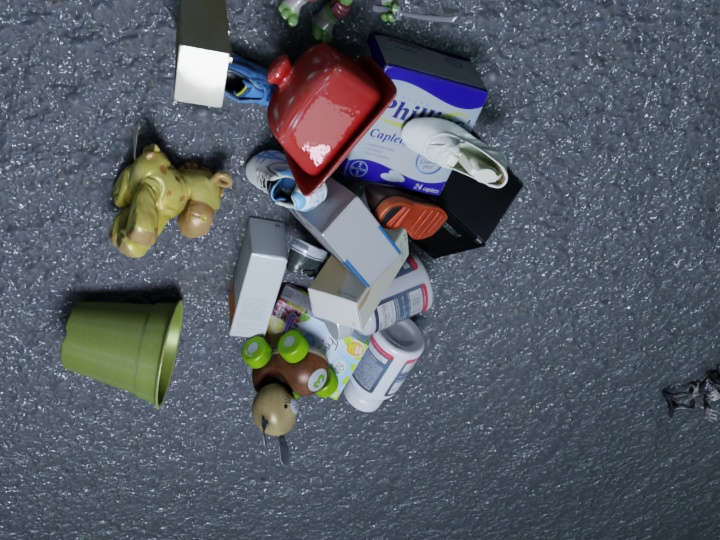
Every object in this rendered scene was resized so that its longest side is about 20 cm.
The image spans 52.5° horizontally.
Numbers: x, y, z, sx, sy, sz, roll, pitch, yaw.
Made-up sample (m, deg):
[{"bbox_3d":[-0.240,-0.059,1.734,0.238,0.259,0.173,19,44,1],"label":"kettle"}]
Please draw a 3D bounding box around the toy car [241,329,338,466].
[{"bbox_3d":[-0.139,0.244,1.341,0.154,0.204,0.165,-11,140,21],"label":"toy car"}]

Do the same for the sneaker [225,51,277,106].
[{"bbox_3d":[-0.148,-0.272,1.102,0.195,0.079,0.067,14,126,-26],"label":"sneaker"}]

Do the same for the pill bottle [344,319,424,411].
[{"bbox_3d":[0.041,0.197,1.530,0.117,0.121,0.202,12,128,-23],"label":"pill bottle"}]

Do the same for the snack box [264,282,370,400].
[{"bbox_3d":[-0.096,0.143,1.452,0.196,0.068,0.171,25,125,-5],"label":"snack box"}]

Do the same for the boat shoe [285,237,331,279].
[{"bbox_3d":[-0.082,-0.013,1.305,0.058,0.067,0.199,-66,159,0],"label":"boat shoe"}]

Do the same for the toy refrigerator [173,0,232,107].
[{"bbox_3d":[-0.209,-0.306,0.970,0.068,0.203,0.077,5,131,-17],"label":"toy refrigerator"}]

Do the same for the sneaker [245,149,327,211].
[{"bbox_3d":[-0.132,-0.142,1.152,0.071,0.198,0.074,-23,120,-33],"label":"sneaker"}]

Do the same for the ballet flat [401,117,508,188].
[{"bbox_3d":[0.154,-0.178,1.123,0.196,0.070,0.070,17,126,-28],"label":"ballet flat"}]

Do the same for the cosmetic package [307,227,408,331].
[{"bbox_3d":[0.000,0.000,1.285,0.103,0.202,0.072,14,139,23],"label":"cosmetic package"}]

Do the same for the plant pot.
[{"bbox_3d":[-0.441,0.136,1.346,0.184,0.203,0.203,12,130,-6],"label":"plant pot"}]

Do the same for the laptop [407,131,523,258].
[{"bbox_3d":[0.164,-0.134,1.347,0.197,0.119,0.186,-15,141,43],"label":"laptop"}]

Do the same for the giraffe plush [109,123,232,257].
[{"bbox_3d":[-0.300,-0.115,1.179,0.159,0.171,0.206,10,95,-34],"label":"giraffe plush"}]

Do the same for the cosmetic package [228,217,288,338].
[{"bbox_3d":[-0.190,0.017,1.336,0.069,0.103,0.203,8,129,-18],"label":"cosmetic package"}]

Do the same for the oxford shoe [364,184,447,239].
[{"bbox_3d":[0.081,-0.107,1.228,0.071,0.073,0.198,-47,149,19],"label":"oxford shoe"}]

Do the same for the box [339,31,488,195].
[{"bbox_3d":[0.074,-0.243,1.160,0.179,0.106,0.203,8,129,-21],"label":"box"}]

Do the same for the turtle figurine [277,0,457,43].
[{"bbox_3d":[-0.011,-0.371,0.979,0.192,0.143,0.203,-28,91,38],"label":"turtle figurine"}]

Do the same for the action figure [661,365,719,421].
[{"bbox_3d":[0.885,0.323,1.869,0.195,0.103,0.121,-20,122,7],"label":"action figure"}]

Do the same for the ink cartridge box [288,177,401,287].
[{"bbox_3d":[-0.041,-0.082,1.203,0.084,0.200,0.145,-44,129,-3],"label":"ink cartridge box"}]

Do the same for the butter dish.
[{"bbox_3d":[-0.070,-0.243,1.031,0.147,0.201,0.200,37,105,-30],"label":"butter dish"}]

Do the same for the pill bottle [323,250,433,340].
[{"bbox_3d":[0.027,0.051,1.371,0.196,0.120,0.122,-21,136,-18],"label":"pill bottle"}]
